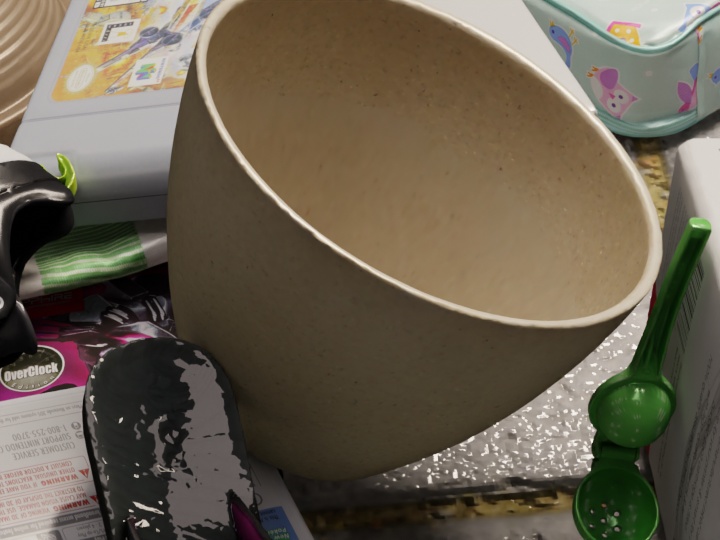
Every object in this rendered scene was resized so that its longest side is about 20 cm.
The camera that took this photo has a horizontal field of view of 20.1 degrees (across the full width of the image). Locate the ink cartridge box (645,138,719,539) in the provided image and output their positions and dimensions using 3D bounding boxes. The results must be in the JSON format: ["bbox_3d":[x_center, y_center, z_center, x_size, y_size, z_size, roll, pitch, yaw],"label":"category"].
[{"bbox_3d":[0.172,0.065,0.809,0.082,0.146,0.201,0,40,-5],"label":"ink cartridge box"}]

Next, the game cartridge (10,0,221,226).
[{"bbox_3d":[-0.082,-0.105,0.963,0.132,0.042,0.201,-8,44,22],"label":"game cartridge"}]

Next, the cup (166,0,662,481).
[{"bbox_3d":[0.000,0.000,0.819,0.199,0.144,0.201,20,36,-15],"label":"cup"}]

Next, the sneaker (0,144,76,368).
[{"bbox_3d":[-0.177,0.022,0.840,0.082,0.072,0.201,19,61,7],"label":"sneaker"}]

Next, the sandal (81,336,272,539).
[{"bbox_3d":[-0.055,0.112,0.724,0.075,0.048,0.202,-13,66,-21],"label":"sandal"}]

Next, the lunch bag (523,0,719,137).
[{"bbox_3d":[0.172,-0.163,1.133,0.199,0.078,0.160,-31,46,-28],"label":"lunch bag"}]

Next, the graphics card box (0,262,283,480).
[{"bbox_3d":[-0.104,0.054,0.921,0.124,0.051,0.201,-7,41,-4],"label":"graphics card box"}]

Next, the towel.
[{"bbox_3d":[-0.182,-0.021,0.959,0.198,0.024,0.153,-11,26,-11],"label":"towel"}]

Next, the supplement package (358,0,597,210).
[{"bbox_3d":[0.030,-0.074,1.009,0.116,0.118,0.201,-13,40,-11],"label":"supplement package"}]

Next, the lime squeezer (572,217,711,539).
[{"bbox_3d":[0.107,0.075,0.810,0.037,0.202,0.071,9,5,6],"label":"lime squeezer"}]

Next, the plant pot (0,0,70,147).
[{"bbox_3d":[-0.256,-0.139,1.130,0.199,0.093,0.202,-3,41,3],"label":"plant pot"}]

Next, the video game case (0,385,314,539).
[{"bbox_3d":[-0.108,0.122,0.765,0.198,0.022,0.183,-9,49,-29],"label":"video game case"}]
